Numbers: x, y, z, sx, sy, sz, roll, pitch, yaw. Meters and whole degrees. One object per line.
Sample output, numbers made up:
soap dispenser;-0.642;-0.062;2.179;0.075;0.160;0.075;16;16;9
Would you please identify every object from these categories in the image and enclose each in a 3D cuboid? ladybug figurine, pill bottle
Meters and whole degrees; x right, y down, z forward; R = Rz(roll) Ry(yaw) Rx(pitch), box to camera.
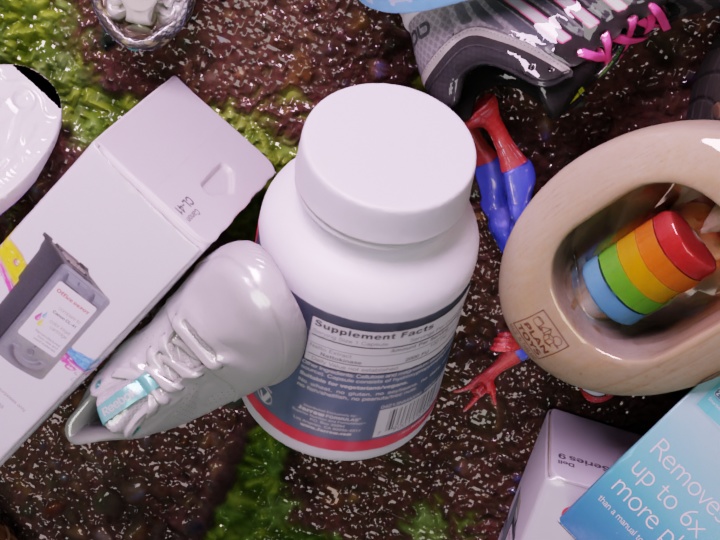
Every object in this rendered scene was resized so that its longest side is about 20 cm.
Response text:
ladybug figurine;0.157;-0.010;1.027;0.200;0.072;0.136;-31;98;38
pill bottle;0.000;0.000;1.065;0.119;0.120;0.200;13;138;0

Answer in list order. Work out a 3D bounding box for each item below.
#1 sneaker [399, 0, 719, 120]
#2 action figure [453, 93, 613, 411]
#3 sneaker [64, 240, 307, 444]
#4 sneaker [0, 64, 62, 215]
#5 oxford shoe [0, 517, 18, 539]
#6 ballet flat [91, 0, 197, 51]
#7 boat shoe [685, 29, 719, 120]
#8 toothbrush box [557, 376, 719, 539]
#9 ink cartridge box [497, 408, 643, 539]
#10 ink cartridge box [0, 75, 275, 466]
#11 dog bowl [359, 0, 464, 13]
sneaker;0.117;-0.123;1.030;0.199;0.074;0.088;-8;80;14
action figure;0.078;0.008;1.112;0.099;0.065;0.200;-39;111;-13
sneaker;-0.099;0.053;1.049;0.075;0.088;0.200;56;146;5
sneaker;-0.260;-0.027;1.142;0.081;0.146;0.200;43;70;-3
oxford shoe;-0.255;0.167;1.254;0.071;0.071;0.200;-22;116;-14
ballet flat;-0.105;-0.205;1.034;0.072;0.072;0.201;10;117;1
boat shoe;0.214;-0.054;1.078;0.074;0.076;0.200;8;126;-4
toothbrush box;0.229;0.117;1.064;0.200;0.085;0.146;-44;80;3
ink cartridge box;0.152;0.202;1.203;0.146;0.084;0.200;17;117;-3
ink cartridge box;-0.155;0.001;1.099;0.086;0.148;0.200;42;113;-5
dog bowl;0.074;-0.187;1.004;0.200;0.112;0.050;-14;128;13
